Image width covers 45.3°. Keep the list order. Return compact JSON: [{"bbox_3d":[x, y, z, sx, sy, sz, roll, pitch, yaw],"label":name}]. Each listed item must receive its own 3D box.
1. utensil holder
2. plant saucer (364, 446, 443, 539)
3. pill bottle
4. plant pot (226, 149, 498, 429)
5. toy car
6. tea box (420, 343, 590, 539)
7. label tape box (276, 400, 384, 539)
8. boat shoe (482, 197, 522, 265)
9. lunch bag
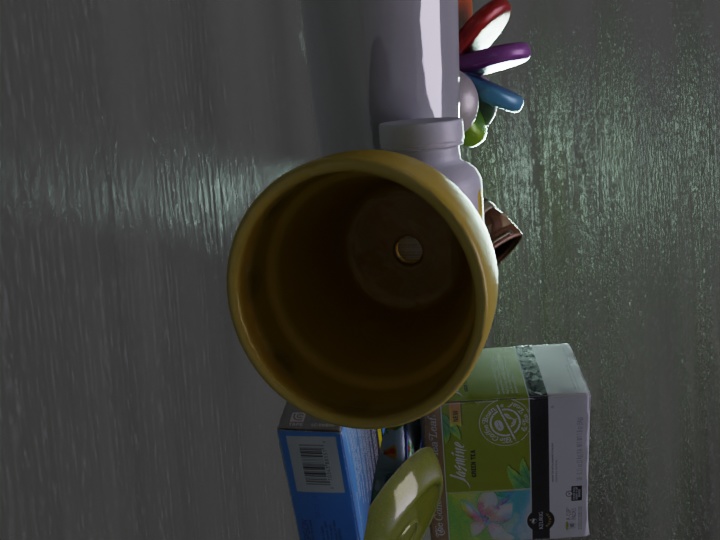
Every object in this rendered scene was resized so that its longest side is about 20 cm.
[{"bbox_3d":[0.023,-0.225,0.907,0.170,0.168,0.202,-69,156,-64],"label":"utensil holder"},{"bbox_3d":[0.036,0.285,0.926,0.200,0.031,0.201,-45,152,-33],"label":"plant saucer"},{"bbox_3d":[0.064,-0.043,0.835,0.112,0.111,0.202,-52,139,-73],"label":"pill bottle"},{"bbox_3d":[0.020,-0.002,0.698,0.189,0.199,0.203,-39,125,-68],"label":"plant pot"},{"bbox_3d":[0.131,-0.257,1.053,0.201,0.149,0.175,69,23,-1],"label":"toy car"},{"bbox_3d":[0.173,0.212,1.061,0.134,0.195,0.202,-82,167,-68],"label":"tea box"},{"bbox_3d":[-0.020,0.148,0.849,0.200,0.063,0.145,-73,158,-59],"label":"label tape box"},{"bbox_3d":[0.106,0.006,0.956,0.200,0.074,0.076,-49,158,-16],"label":"boat shoe"},{"bbox_3d":[0.036,0.200,1.073,0.161,0.082,0.202,45,43,-72],"label":"lunch bag"}]
